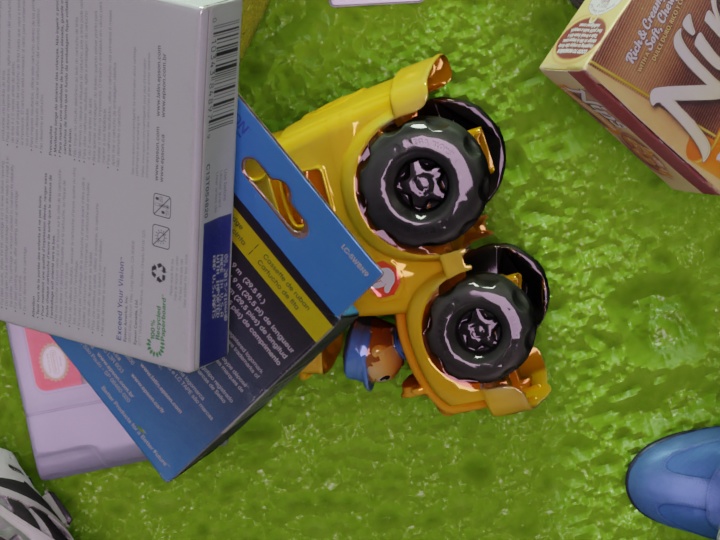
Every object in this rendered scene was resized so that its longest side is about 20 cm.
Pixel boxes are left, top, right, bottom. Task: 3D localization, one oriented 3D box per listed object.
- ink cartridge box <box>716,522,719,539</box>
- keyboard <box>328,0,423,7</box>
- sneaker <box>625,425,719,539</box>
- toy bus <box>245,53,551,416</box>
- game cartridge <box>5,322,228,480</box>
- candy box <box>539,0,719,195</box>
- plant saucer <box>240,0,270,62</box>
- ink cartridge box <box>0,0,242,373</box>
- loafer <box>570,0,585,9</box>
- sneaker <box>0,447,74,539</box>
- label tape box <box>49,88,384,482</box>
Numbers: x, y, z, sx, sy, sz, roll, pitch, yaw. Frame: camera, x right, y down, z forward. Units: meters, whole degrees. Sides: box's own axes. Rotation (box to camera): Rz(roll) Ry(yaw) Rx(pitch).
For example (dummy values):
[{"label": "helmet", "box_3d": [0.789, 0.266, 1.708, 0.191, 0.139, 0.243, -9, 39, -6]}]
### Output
[{"label": "ink cartridge box", "box_3d": [0.308, 0.115, 1.569, 0.199, 0.043, 0.199, 16, 55, 2]}, {"label": "keyboard", "box_3d": [0.004, -0.254, 1.615, 0.056, 0.011, 0.201, -3, 96, -3]}, {"label": "sneaker", "box_3d": [0.253, 0.135, 1.611, 0.199, 0.078, 0.066, 10, 99, 2]}, {"label": "toy bus", "box_3d": [0.000, 0.000, 1.580, 0.191, 0.136, 0.201, -19, 97, 9]}, {"label": "game cartridge", "box_3d": [-0.143, 0.013, 1.631, 0.133, 0.041, 0.201, -12, 95, -1]}, {"label": "candy box", "box_3d": [0.202, -0.156, 1.553, 0.115, 0.055, 0.200, 39, 79, -23]}, {"label": "plant saucer", "box_3d": [-0.165, -0.150, 1.589, 0.199, 0.048, 0.200, 25, 88, 5]}, {"label": "ink cartridge box", "box_3d": [-0.155, -0.062, 1.484, 0.199, 0.041, 0.200, 14, 110, 29]}, {"label": "loafer", "box_3d": [0.131, -0.190, 1.585, 0.200, 0.070, 0.070, 42, 93, -5]}, {"label": "sneaker", "box_3d": [-0.200, 0.150, 1.629, 0.074, 0.089, 0.200, -33, 119, 29]}, {"label": "label tape box", "box_3d": [-0.077, -0.002, 1.519, 0.144, 0.063, 0.200, 51, 123, 6]}]
